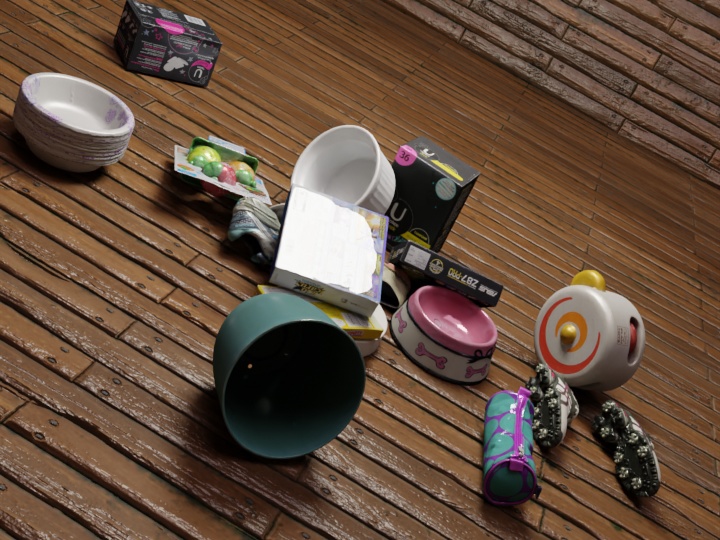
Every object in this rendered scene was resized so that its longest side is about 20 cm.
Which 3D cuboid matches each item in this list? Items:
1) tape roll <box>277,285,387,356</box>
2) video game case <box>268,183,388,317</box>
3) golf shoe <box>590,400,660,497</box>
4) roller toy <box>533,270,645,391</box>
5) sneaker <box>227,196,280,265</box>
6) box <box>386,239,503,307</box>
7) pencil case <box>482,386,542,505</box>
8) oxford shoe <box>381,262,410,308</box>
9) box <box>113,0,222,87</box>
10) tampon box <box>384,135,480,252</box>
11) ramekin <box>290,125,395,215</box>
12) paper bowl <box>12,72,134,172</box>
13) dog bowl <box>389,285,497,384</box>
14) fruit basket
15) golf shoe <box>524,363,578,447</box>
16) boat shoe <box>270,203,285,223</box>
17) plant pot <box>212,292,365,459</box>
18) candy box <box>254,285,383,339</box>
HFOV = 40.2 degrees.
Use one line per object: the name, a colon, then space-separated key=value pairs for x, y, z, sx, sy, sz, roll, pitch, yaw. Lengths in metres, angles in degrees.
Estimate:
tape roll: x=-0.050 y=0.066 z=1.650 sx=0.200 sy=0.037 sz=0.204 roll=22 pitch=29 yaw=-12
video game case: x=-0.049 y=-0.035 z=1.624 sx=0.178 sy=0.046 sz=0.202 roll=19 pitch=46 yaw=-11
golf shoe: x=0.470 y=0.303 z=1.666 sx=0.087 sy=0.078 sz=0.201 roll=24 pitch=27 yaw=-25
roller toy: x=0.415 y=0.122 z=1.800 sx=0.138 sy=0.201 sz=0.184 roll=12 pitch=33 yaw=-41
sneaker: x=-0.149 y=-0.036 z=1.716 sx=0.198 sy=0.077 sz=0.087 roll=34 pitch=59 yaw=-15
box: x=0.153 y=0.009 z=1.835 sx=0.197 sy=0.050 sz=0.161 roll=25 pitch=-5 yaw=-7
pencil case: x=0.229 y=0.267 z=1.501 sx=0.084 sy=0.093 sz=0.201 roll=24 pitch=26 yaw=-5
oxford shoe: x=0.000 y=0.000 z=1.773 sx=0.197 sy=0.071 sz=0.074 roll=26 pitch=30 yaw=-2
box: x=-0.431 y=-0.506 z=2.194 sx=0.197 sy=0.116 sz=0.133 roll=8 pitch=32 yaw=-36
tampon box: x=0.120 y=-0.138 z=1.974 sx=0.149 sy=0.202 sz=0.126 roll=33 pitch=27 yaw=13
ramekin: x=-0.029 y=-0.166 z=1.892 sx=0.201 sy=0.200 sz=0.098 roll=51 pitch=7 yaw=38
paper bowl: x=-0.499 y=-0.247 z=1.700 sx=0.197 sy=0.105 sz=0.202 roll=21 pitch=28 yaw=-11
dog bowl: x=0.154 y=0.105 z=1.729 sx=0.197 sy=0.075 sz=0.201 roll=21 pitch=28 yaw=-12
fruit basket: x=-0.252 y=-0.181 z=1.798 sx=0.182 sy=0.095 sz=0.200 roll=19 pitch=9 yaw=-16
golf shoe: x=0.338 y=0.236 z=1.677 sx=0.087 sy=0.078 sz=0.201 roll=30 pitch=27 yaw=-10
boat shoe: x=-0.106 y=-0.075 z=1.758 sx=0.197 sy=0.067 sz=0.057 roll=7 pitch=48 yaw=32
plant pot: x=-0.112 y=0.125 z=1.334 sx=0.197 sy=0.204 sz=0.161 roll=12 pitch=17 yaw=-28
candy box: x=-0.065 y=0.068 z=1.565 sx=0.197 sy=0.027 sz=0.102 roll=5 pitch=33 yaw=-37
